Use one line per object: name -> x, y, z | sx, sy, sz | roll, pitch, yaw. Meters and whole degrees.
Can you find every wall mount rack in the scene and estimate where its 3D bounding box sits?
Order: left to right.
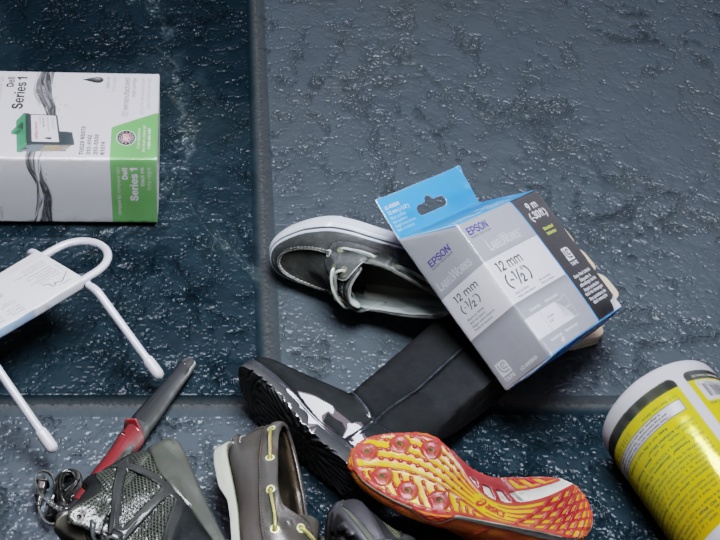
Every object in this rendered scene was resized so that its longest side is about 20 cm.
wall mount rack -> -0.272, 0.058, 1.063 | 0.173, 0.075, 0.199 | 27, 46, 33

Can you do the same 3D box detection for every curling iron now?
curling iron -> -0.197, 0.133, 1.033 | 0.049, 0.026, 0.200 | 28, 47, 16

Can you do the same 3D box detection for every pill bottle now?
pill bottle -> 0.287, 0.178, 0.994 | 0.111, 0.113, 0.201 | -13, 47, -20

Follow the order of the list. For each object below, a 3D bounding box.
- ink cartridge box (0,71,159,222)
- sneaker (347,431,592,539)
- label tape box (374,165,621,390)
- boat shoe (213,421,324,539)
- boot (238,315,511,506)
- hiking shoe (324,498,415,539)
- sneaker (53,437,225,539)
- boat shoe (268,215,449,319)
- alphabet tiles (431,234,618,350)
ink cartridge box -> -0.299, -0.124, 1.243 | 0.197, 0.085, 0.147 | 0, 44, -9
sneaker -> 0.080, 0.186, 0.977 | 0.198, 0.077, 0.074 | 21, 49, -4
label tape box -> 0.123, -0.012, 1.101 | 0.143, 0.066, 0.201 | -23, 77, -51
boat shoe -> -0.060, 0.199, 0.942 | 0.060, 0.072, 0.202 | -30, 46, 7
boot -> 0.017, 0.091, 1.078 | 0.165, 0.066, 0.199 | 41, 55, 20
hiking shoe -> 0.059, 0.240, 0.938 | 0.200, 0.076, 0.100 | 43, 44, 20
sneaker -> -0.155, 0.216, 0.922 | 0.113, 0.077, 0.200 | -17, 46, -22
boat shoe -> 0.000, 0.000, 1.144 | 0.197, 0.073, 0.071 | 5, 37, 21
alphabet tiles -> 0.145, 0.007, 1.216 | 0.193, 0.015, 0.201 | -10, 46, -28
